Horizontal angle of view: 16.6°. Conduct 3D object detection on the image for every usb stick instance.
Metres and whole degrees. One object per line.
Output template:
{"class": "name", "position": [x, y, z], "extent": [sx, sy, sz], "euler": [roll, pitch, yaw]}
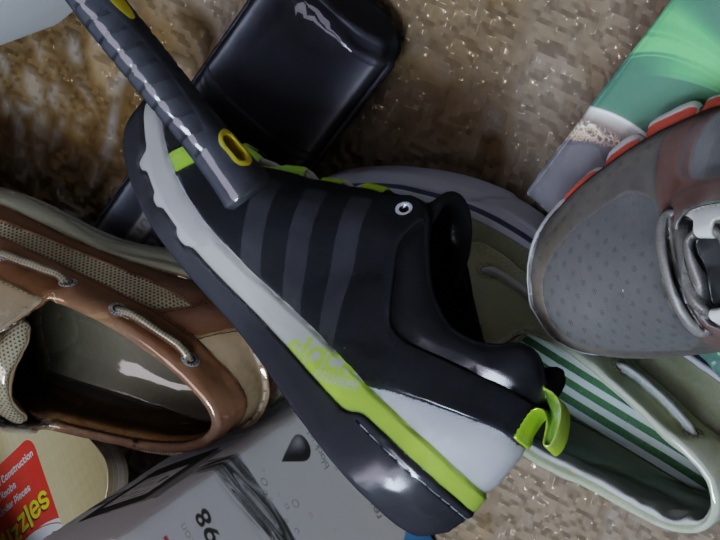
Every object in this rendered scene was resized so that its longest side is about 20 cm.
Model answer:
{"class": "usb stick", "position": [-0.054, -0.031, 0.897], "extent": [0.055, 0.033, 0.200], "euler": [41, 124, 3]}

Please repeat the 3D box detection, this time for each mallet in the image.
{"class": "mallet", "position": [-0.101, -0.098, 0.747], "extent": [0.041, 0.066, 0.200], "euler": [-36, 88, 34]}

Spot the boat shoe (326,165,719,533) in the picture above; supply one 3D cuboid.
{"class": "boat shoe", "position": [0.052, 0.022, 0.831], "extent": [0.200, 0.062, 0.072], "euler": [25, 120, 23]}

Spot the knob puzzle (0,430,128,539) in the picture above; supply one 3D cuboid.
{"class": "knob puzzle", "position": [-0.141, 0.121, 0.984], "extent": [0.220, 0.030, 0.220], "euler": [2, 92, 47]}

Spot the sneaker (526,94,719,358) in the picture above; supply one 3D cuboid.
{"class": "sneaker", "position": [0.123, -0.012, 0.707], "extent": [0.200, 0.082, 0.077], "euler": [-18, 100, 35]}

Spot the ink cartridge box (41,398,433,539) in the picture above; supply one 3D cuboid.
{"class": "ink cartridge box", "position": [-0.050, 0.128, 0.851], "extent": [0.067, 0.200, 0.116], "euler": [-21, 97, 35]}

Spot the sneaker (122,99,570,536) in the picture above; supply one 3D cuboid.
{"class": "sneaker", "position": [0.000, 0.000, 0.808], "extent": [0.083, 0.072, 0.200], "euler": [-42, 59, 5]}

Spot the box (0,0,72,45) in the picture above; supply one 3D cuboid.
{"class": "box", "position": [-0.115, -0.180, 0.831], "extent": [0.200, 0.106, 0.152], "euler": [-34, 89, 36]}

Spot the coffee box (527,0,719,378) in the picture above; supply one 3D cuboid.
{"class": "coffee box", "position": [0.151, -0.058, 0.751], "extent": [0.123, 0.044, 0.200], "euler": [45, 125, 10]}

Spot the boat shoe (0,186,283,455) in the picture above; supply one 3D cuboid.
{"class": "boat shoe", "position": [-0.123, 0.019, 0.888], "extent": [0.200, 0.072, 0.076], "euler": [9, 120, 17]}
